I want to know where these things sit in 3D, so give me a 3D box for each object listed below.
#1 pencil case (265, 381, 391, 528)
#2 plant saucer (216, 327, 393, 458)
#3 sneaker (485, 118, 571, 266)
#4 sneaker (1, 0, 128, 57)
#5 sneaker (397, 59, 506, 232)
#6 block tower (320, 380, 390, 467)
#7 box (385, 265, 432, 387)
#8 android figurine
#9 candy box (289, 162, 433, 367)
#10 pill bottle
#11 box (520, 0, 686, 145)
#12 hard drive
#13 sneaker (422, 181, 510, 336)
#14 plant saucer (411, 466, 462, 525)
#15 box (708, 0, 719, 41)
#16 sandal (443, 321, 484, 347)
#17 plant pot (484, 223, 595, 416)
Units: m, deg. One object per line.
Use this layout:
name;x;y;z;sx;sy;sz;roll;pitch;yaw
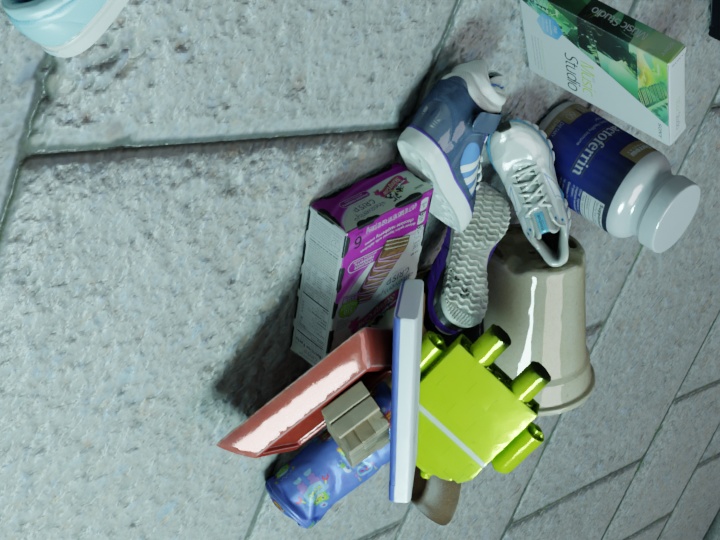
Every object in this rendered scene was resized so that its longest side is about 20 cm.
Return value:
pencil case;-0.017;0.222;1.725;0.199;0.078;0.087;-40;107;-3
plant saucer;-0.041;0.137;1.568;0.199;0.037;0.199;-39;169;8
sneaker;0.208;-0.087;1.713;0.074;0.087;0.201;-22;126;14
sneaker;-0.179;-0.244;1.022;0.201;0.074;0.082;-58;155;3
sneaker;0.118;-0.142;1.583;0.147;0.080;0.200;-50;152;-11
block tower;-0.004;0.171;1.590;0.057;0.054;0.200;-34;168;-5
box;0.049;0.086;1.780;0.163;0.021;0.202;-12;130;-52
android figurine;0.116;0.157;1.642;0.200;0.182;0.041;-49;-176;24
candy box;0.000;0.000;1.570;0.136;0.061;0.202;-29;143;-37
pill bottle;0.306;-0.112;1.778;0.115;0.199;0.117;-37;148;-29
box;0.263;-0.231;1.585;0.036;0.199;0.145;-48;151;-17
hard drive;0.049;0.126;1.555;0.132;0.025;0.203;-71;164;-72
sneaker;0.111;-0.010;1.702;0.099;0.069;0.202;-42;-155;56
plant saucer;0.079;0.209;1.776;0.036;0.202;0.202;-2;130;-15
box;0.571;-0.419;1.951;0.200;0.117;0.198;-46;151;-18
sandal;0.124;0.120;1.772;0.048;0.074;0.203;-42;122;-58
plant pot;0.208;0.051;1.839;0.199;0.199;0.186;-26;130;-41
